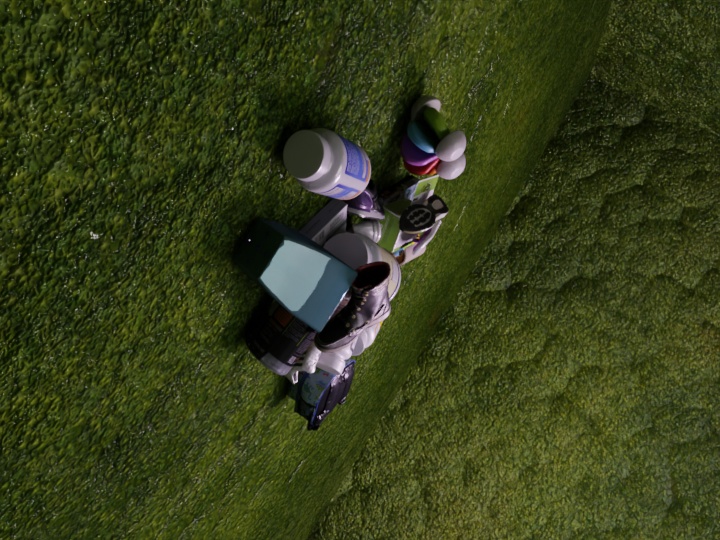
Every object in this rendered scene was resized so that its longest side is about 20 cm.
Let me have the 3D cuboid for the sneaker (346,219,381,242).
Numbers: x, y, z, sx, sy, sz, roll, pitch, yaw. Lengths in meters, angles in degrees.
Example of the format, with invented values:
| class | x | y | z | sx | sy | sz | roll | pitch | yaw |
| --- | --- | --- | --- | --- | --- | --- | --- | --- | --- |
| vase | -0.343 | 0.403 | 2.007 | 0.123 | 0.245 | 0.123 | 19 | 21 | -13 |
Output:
| class | x | y | z | sx | sy | sz | roll | pitch | yaw |
| --- | --- | --- | --- | --- | --- | --- | --- | --- | --- |
| sneaker | -0.023 | -0.065 | 1.473 | 0.086 | 0.077 | 0.201 | -2 | 149 | -24 |

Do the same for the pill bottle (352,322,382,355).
| class | x | y | z | sx | sy | sz | roll | pitch | yaw |
| --- | --- | --- | --- | --- | --- | --- | --- | --- | --- |
| pill bottle | 0.002 | 0.158 | 1.723 | 0.201 | 0.110 | 0.115 | -59 | 170 | -56 |

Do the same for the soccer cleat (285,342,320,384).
| class | x | y | z | sx | sy | sz | roll | pitch | yaw |
| --- | --- | --- | --- | --- | --- | --- | --- | --- | --- |
| soccer cleat | -0.126 | 0.209 | 1.474 | 0.199 | 0.086 | 0.068 | -38 | 175 | 19 |

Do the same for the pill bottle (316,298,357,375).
| class | x | y | z | sx | sy | sz | roll | pitch | yaw |
| --- | --- | --- | --- | --- | --- | --- | --- | --- | --- |
| pill bottle | -0.060 | 0.165 | 1.566 | 0.114 | 0.111 | 0.204 | 73 | 36 | -66 |

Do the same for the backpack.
| class | x | y | z | sx | sy | sz | roll | pitch | yaw |
| --- | --- | --- | --- | --- | --- | --- | --- | --- | --- |
| backpack | -0.113 | 0.315 | 1.671 | 0.182 | 0.146 | 0.203 | -37 | 156 | -45 |

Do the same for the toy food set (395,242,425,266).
| class | x | y | z | sx | sy | sz | roll | pitch | yaw |
| --- | --- | --- | --- | --- | --- | --- | --- | --- | --- |
| toy food set | 0.079 | -0.032 | 1.654 | 0.197 | 0.062 | 0.143 | -26 | 180 | 31 |

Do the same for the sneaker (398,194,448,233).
| class | x | y | z | sx | sy | sz | roll | pitch | yaw |
| --- | --- | --- | --- | --- | --- | --- | --- | --- | --- |
| sneaker | 0.152 | -0.121 | 1.482 | 0.198 | 0.077 | 0.089 | -28 | 161 | -48 |

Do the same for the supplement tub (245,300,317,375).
| class | x | y | z | sx | sy | sz | roll | pitch | yaw |
| --- | --- | --- | --- | --- | --- | --- | --- | --- | --- |
| supplement tub | -0.149 | 0.115 | 1.274 | 0.201 | 0.122 | 0.122 | -50 | 161 | 1 |

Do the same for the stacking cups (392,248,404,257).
| class | x | y | z | sx | sy | sz | roll | pitch | yaw |
| --- | --- | --- | --- | --- | --- | --- | --- | --- | --- |
| stacking cups | 0.107 | -0.051 | 1.846 | 0.200 | 0.060 | 0.061 | -47 | 159 | -24 |

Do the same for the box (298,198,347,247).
| class | x | y | z | sx | sy | sz | roll | pitch | yaw |
| --- | --- | --- | --- | --- | --- | --- | --- | --- | --- |
| box | -0.092 | -0.047 | 1.340 | 0.156 | 0.041 | 0.202 | -47 | 157 | -31 |

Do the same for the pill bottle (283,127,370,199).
| class | x | y | z | sx | sy | sz | roll | pitch | yaw |
| --- | --- | --- | --- | --- | --- | --- | --- | --- | --- |
| pill bottle | -0.062 | -0.198 | 1.077 | 0.114 | 0.111 | 0.199 | -62 | 161 | 10 |

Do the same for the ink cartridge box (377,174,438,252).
| class | x | y | z | sx | sy | sz | roll | pitch | yaw |
| --- | --- | --- | --- | --- | --- | --- | --- | --- | --- |
| ink cartridge box | 0.120 | -0.166 | 1.540 | 0.147 | 0.075 | 0.204 | -26 | 141 | -56 |

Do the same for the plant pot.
| class | x | y | z | sx | sy | sz | roll | pitch | yaw |
| --- | --- | --- | --- | --- | --- | --- | --- | --- | --- |
| plant pot | -0.133 | -0.005 | 1.115 | 0.143 | 0.140 | 0.199 | -55 | 142 | -2 |

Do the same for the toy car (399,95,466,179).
| class | x | y | z | sx | sy | sz | roll | pitch | yaw |
| --- | --- | --- | --- | --- | --- | --- | --- | --- | --- |
| toy car | 0.166 | -0.312 | 1.447 | 0.148 | 0.177 | 0.201 | -31 | 159 | -2 |

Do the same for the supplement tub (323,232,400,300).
| class | x | y | z | sx | sy | sz | roll | pitch | yaw |
| --- | --- | --- | --- | --- | --- | --- | --- | --- | --- |
| supplement tub | 0.000 | 0.000 | 1.345 | 0.147 | 0.143 | 0.199 | -59 | 154 | 1 |

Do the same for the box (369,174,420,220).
| class | x | y | z | sx | sy | sz | roll | pitch | yaw |
| --- | --- | --- | --- | --- | --- | --- | --- | --- | --- |
| box | 0.092 | -0.174 | 1.631 | 0.199 | 0.039 | 0.139 | -36 | 150 | -50 |

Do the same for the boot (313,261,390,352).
| class | x | y | z | sx | sy | sz | roll | pitch | yaw |
| --- | --- | --- | --- | --- | --- | --- | --- | --- | --- |
| boot | -0.013 | 0.074 | 1.211 | 0.197 | 0.073 | 0.153 | -27 | 146 | -23 |

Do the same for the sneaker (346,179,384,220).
| class | x | y | z | sx | sy | sz | roll | pitch | yaw |
| --- | --- | --- | --- | --- | --- | --- | --- | --- | --- |
| sneaker | 0.024 | -0.174 | 1.405 | 0.200 | 0.074 | 0.090 | -12 | 118 | -74 |

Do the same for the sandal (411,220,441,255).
| class | x | y | z | sx | sy | sz | roll | pitch | yaw |
| --- | --- | --- | --- | --- | --- | --- | --- | --- | --- |
| sandal | 0.166 | -0.098 | 1.572 | 0.083 | 0.050 | 0.203 | -50 | 180 | 27 |
